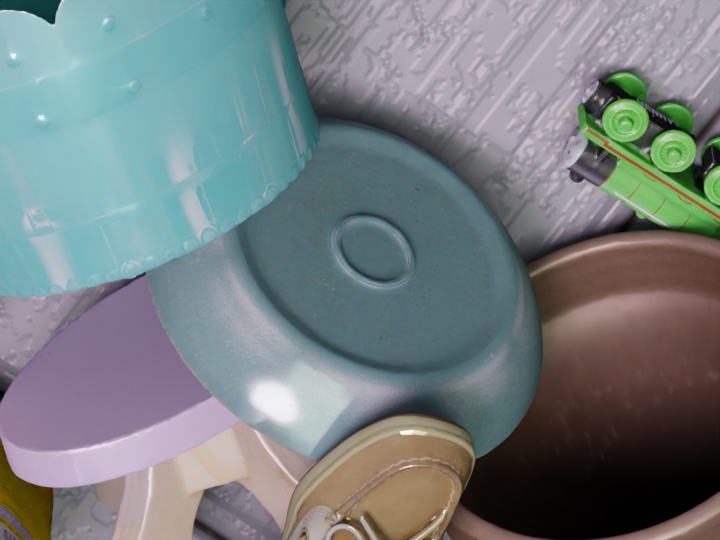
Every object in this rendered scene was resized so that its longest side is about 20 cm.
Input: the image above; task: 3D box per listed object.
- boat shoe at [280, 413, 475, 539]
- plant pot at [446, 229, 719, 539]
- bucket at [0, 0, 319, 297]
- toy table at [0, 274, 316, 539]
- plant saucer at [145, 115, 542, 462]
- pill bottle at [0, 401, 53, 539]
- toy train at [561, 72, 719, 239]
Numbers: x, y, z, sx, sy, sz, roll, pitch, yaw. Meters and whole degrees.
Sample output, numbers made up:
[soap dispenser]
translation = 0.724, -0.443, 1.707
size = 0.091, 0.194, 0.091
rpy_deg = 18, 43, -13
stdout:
[boat shoe]
translation = -0.011, 0.143, 1.331
size = 0.073, 0.063, 0.201
rpy_deg = 21, 127, -30
[plant pot]
translation = 0.140, 0.109, 1.443
size = 0.199, 0.201, 0.175
rpy_deg = -21, 133, 4
[bucket]
translation = -0.122, -0.090, 1.328
size = 0.206, 0.207, 0.135
rpy_deg = -20, 114, 4
[toy table]
translation = -0.074, 0.078, 1.416
size = 0.200, 0.183, 0.118
rpy_deg = -32, 121, -27
[plant saucer]
translation = 0.000, 0.000, 1.373
size = 0.199, 0.201, 0.036
rpy_deg = 21, 137, -12
[pill bottle]
translation = -0.199, 0.125, 1.402
size = 0.109, 0.200, 0.110
rpy_deg = -1, 111, -4
[toy train]
translation = 0.182, -0.027, 1.460
size = 0.199, 0.042, 0.056
rpy_deg = 31, 117, -15
